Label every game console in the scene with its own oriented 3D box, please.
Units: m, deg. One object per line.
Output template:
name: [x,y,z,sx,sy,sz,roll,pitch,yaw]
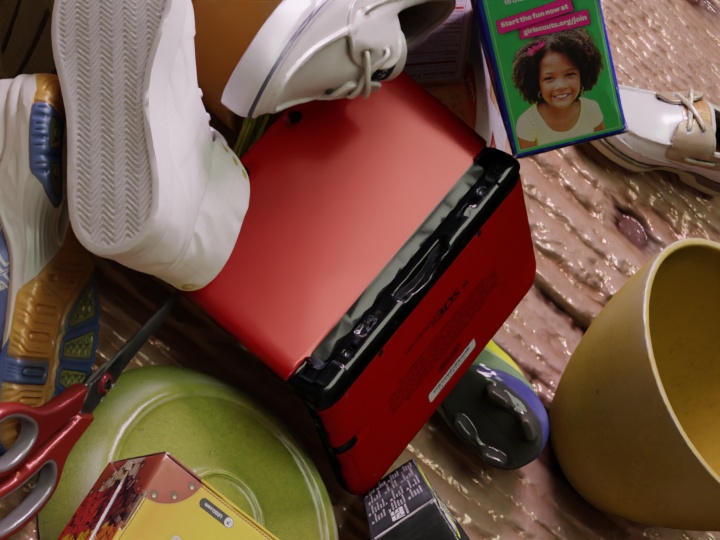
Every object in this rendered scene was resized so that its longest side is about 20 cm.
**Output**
game console: [0.000,0.000,0.932,0.200,0.118,0.173,-49,146,-23]

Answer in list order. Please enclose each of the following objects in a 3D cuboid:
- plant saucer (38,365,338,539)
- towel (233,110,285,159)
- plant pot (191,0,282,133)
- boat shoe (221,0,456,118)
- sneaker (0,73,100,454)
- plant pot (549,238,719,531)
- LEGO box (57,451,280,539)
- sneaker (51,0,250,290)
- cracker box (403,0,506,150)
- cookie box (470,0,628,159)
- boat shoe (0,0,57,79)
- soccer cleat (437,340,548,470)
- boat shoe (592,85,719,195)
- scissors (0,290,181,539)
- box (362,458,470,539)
plant saucer: [-0.083,0.141,0.857,0.199,0.031,0.202,22,52,-32]
towel: [-0.023,-0.115,1.009,0.018,0.087,0.200,30,28,13]
plant pot: [-0.080,-0.223,0.980,0.183,0.201,0.200,42,42,7]
boat shoe: [-0.006,-0.129,0.876,0.066,0.072,0.200,38,36,6]
sneaker: [-0.191,-0.002,0.824,0.075,0.087,0.202,27,64,-68]
plant pot: [0.214,0.099,1.078,0.199,0.142,0.202,23,51,-32]
LEGO box: [-0.074,0.209,0.758,0.200,0.077,0.150,41,64,-17]
sneaker: [-0.109,-0.090,0.835,0.116,0.073,0.202,38,49,-65]
cracker box: [0.072,-0.156,1.116,0.134,0.057,0.201,70,24,-48]
cookie box: [0.098,-0.194,0.944,0.171,0.074,0.202,-90,165,-67]
boat shoe: [-0.181,-0.160,0.898,0.068,0.075,0.201,-8,59,-45]
soccer cleat: [0.052,0.047,1.033,0.201,0.065,0.084,52,12,1]
boat shoe: [0.268,-0.122,1.307,0.199,0.068,0.075,12,58,-38]
scissors: [-0.145,0.072,0.820,0.200,0.014,0.074,-40,136,-54]
box: [0.070,0.205,0.862,0.194,0.047,0.200,55,-1,-1]
